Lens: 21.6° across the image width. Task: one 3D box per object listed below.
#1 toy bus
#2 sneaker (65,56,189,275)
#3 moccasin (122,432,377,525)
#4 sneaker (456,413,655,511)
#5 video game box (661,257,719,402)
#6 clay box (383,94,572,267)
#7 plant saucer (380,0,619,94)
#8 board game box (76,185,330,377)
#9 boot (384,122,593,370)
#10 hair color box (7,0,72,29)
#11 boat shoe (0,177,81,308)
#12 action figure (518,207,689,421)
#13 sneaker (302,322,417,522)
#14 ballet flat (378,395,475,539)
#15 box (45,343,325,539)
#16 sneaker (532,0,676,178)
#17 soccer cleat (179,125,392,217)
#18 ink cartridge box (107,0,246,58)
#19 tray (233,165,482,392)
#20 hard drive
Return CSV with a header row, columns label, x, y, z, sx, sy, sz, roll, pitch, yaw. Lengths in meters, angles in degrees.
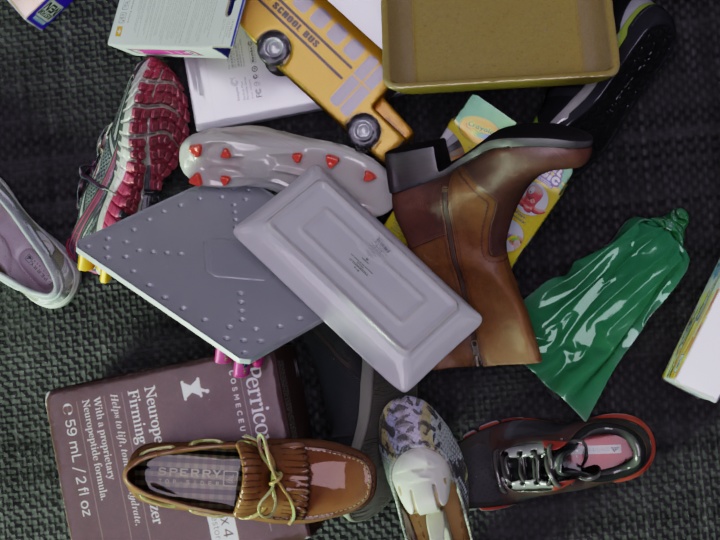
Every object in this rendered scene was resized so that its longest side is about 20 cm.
label,x,y,z,sx,sy,sz,roll,pitch,yaw
toy bus,-0.029,-0.182,1.645,0.200,0.065,0.078,43,90,5
sneaker,-0.213,-0.095,1.679,0.074,0.080,0.201,10,80,35
moccasin,-0.087,0.162,1.490,0.200,0.078,0.074,8,89,4
sneaker,0.156,0.162,1.632,0.199,0.082,0.078,-14,87,6
video game box,0.317,0.012,1.576,0.047,0.182,0.201,26,90,9
clay box,0.092,-0.044,1.634,0.115,0.048,0.201,36,109,5
plant saucer,0.117,-0.227,1.635,0.198,0.049,0.201,-3,56,3
board game box,-0.105,0.000,1.592,0.199,0.200,0.026,32,128,27
boot,0.120,-0.015,1.572,0.187,0.068,0.201,-10,101,18
hair color box,-0.258,-0.327,1.697,0.200,0.065,0.109,-43,86,3
boat shoe,-0.337,-0.042,1.689,0.202,0.065,0.074,43,91,5
action figure,0.220,0.021,1.648,0.118,0.055,0.200,44,85,6
sneaker,-0.006,0.114,1.663,0.106,0.074,0.201,29,117,45
ballet flat,0.063,0.205,1.611,0.072,0.072,0.202,-14,110,4
box,-0.145,0.161,1.616,0.198,0.164,0.167,-12,87,4
sneaker,0.197,-0.164,1.663,0.200,0.072,0.083,-50,51,6
soccer cleat,-0.060,-0.094,1.655,0.198,0.078,0.070,11,114,8
ink cartridge box,-0.145,-0.234,1.631,0.037,0.199,0.095,18,85,-37
tray,0.000,0.000,1.554,0.200,0.022,0.107,43,58,12
hard drive,-0.060,-0.207,1.693,0.198,0.027,0.133,-10,87,5
